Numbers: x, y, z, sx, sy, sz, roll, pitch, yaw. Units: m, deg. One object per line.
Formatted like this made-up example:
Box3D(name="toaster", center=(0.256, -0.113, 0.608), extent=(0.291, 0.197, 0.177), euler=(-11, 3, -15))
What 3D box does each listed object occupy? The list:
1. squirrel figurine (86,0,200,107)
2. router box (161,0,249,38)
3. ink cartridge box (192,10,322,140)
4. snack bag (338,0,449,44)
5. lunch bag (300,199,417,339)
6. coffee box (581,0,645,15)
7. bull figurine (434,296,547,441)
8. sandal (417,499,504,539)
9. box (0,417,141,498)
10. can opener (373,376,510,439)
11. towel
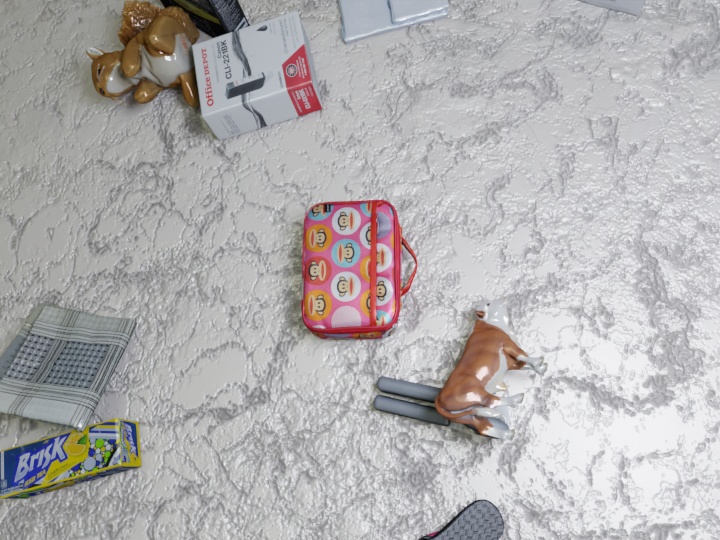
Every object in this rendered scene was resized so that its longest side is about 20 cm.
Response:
Box3D(name="squirrel figurine", center=(-0.384, -0.381, 1.139), extent=(0.181, 0.142, 0.206), euler=(-12, 56, 18))
Box3D(name="router box", center=(-0.296, -0.491, 1.126), extent=(0.197, 0.158, 0.053), euler=(35, 81, 18))
Box3D(name="ink cartridge box", center=(-0.176, -0.328, 1.089), extent=(0.194, 0.084, 0.149), euler=(-16, 71, 6))
Box3D(name="snack bag", center=(0.045, -0.508, 1.138), extent=(0.193, 0.021, 0.195), euler=(-13, 71, 7))
Box3D(name="lunch bag", center=(0.000, 0.000, 0.957), extent=(0.170, 0.082, 0.207), euler=(-2, 74, 6))
Box3D(name="coffee box", center=(0.387, -0.568, 0.996), extent=(0.194, 0.198, 0.205), euler=(21, 77, 16))
Box3D(name="bull figurine", center=(0.176, 0.126, 0.852), extent=(0.119, 0.066, 0.202), euler=(18, 55, 29))
Box3D(name="sandal", center=(0.103, 0.376, 0.839), extent=(0.196, 0.045, 0.076), euler=(-30, 75, -15))
Box3D(name="box", center=(-0.430, 0.281, 0.955), extent=(0.194, 0.064, 0.072), euler=(-16, 69, 5))
Box3D(name="can opener", center=(0.111, 0.185, 0.885), extent=(0.194, 0.067, 0.054), euler=(9, 75, 19))
Box3D(name="towel", center=(-0.469, 0.139, 0.991), extent=(0.193, 0.035, 0.197), euler=(7, 54, 13))
